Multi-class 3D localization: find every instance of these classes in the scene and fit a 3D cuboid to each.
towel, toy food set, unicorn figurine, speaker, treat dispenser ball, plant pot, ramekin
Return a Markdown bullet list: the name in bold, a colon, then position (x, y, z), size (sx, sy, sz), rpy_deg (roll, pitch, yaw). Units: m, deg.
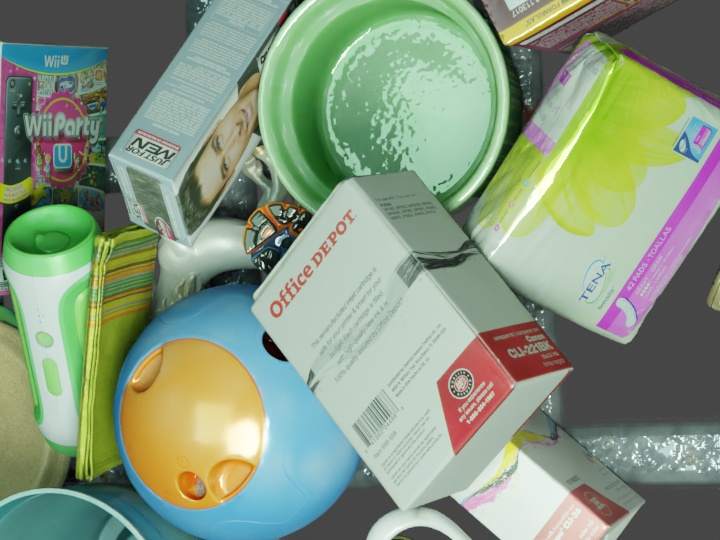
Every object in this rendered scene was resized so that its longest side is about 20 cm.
- **towel**: position (-0.189, 0.062, 1.716), size (0.018, 0.086, 0.201), rpy_deg (14, 106, 25)
- **toy food set**: position (-0.329, 0.131, 1.868), size (0.197, 0.049, 0.201), rpy_deg (32, 105, 16)
- **unicorn figurine**: position (-0.124, -0.027, 1.761), size (0.199, 0.074, 0.138), rpy_deg (-6, 101, 16)
- **speaker**: position (-0.232, 0.049, 1.738), size (0.088, 0.089, 0.201), rpy_deg (10, 128, 20)
- **treat dispenser ball**: position (-0.093, 0.112, 1.693), size (0.199, 0.201, 0.202), rpy_deg (2, 94, 21)
- **plant pot**: position (-0.201, 0.262, 1.753), size (0.199, 0.188, 0.202), rpy_deg (1, 94, 21)
- **ramekin**: position (0.030, -0.127, 1.677), size (0.199, 0.098, 0.202), rpy_deg (0, 90, 18)

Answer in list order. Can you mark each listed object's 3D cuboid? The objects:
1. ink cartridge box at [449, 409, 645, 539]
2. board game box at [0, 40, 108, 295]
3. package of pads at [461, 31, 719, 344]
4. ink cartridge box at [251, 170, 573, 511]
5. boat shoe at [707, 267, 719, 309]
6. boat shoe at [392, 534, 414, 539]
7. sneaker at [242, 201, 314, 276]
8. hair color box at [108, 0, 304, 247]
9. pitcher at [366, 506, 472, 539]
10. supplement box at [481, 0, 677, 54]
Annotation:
- **ink cartridge box**: position (0.111, 0.144, 1.662), size (0.200, 0.116, 0.068), rpy_deg (40, 106, 14)
- **board game box**: position (-0.275, -0.085, 1.777), size (0.064, 0.147, 0.202), rpy_deg (4, 96, 29)
- **package of pads**: position (0.181, -0.060, 1.606), size (0.154, 0.068, 0.201), rpy_deg (24, 106, -25)
- **ink cartridge box**: position (0.033, 0.047, 1.571), size (0.200, 0.084, 0.144), rpy_deg (51, 123, 20)
- **boat shoe**: position (0.325, -0.049, 1.588), size (0.067, 0.072, 0.201), rpy_deg (27, 109, 7)
- **boat shoe**: position (-0.032, 0.281, 1.753), size (0.199, 0.068, 0.072), rpy_deg (-32, 82, 20)
- **sneaker**: position (0.000, 0.000, 1.709), size (0.199, 0.078, 0.076), rpy_deg (33, 99, -10)
- **hair color box**: position (-0.112, -0.129, 1.687), size (0.060, 0.099, 0.201), rpy_deg (24, 65, 18)
- **pitcher**: position (0.078, 0.251, 1.633), size (0.122, 0.199, 0.172), rpy_deg (-111, 35, -49)
- **supplement box**: position (0.160, -0.221, 1.572), size (0.110, 0.200, 0.086), rpy_deg (-28, 83, 20)
